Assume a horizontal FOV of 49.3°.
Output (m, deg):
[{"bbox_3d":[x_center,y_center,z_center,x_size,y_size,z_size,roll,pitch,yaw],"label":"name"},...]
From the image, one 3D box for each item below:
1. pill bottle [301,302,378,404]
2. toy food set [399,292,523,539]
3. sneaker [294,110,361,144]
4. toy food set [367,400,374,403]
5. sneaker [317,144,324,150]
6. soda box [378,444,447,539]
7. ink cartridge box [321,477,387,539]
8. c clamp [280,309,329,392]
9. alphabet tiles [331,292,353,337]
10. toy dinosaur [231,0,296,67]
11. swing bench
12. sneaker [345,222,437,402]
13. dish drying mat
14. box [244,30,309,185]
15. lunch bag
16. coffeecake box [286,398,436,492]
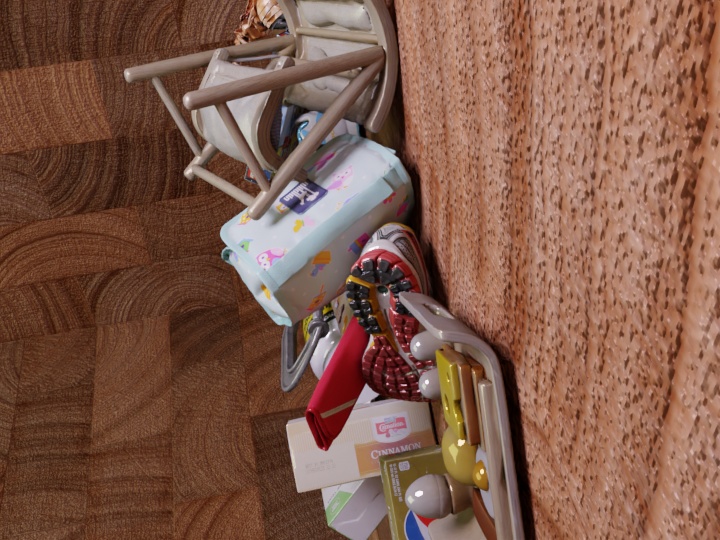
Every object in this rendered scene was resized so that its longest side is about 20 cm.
[{"bbox_3d":[-0.020,0.093,1.077,0.200,0.111,0.113,-114,15,-65],"label":"pill bottle"},{"bbox_3d":[0.061,0.124,0.566,0.144,0.060,0.202,-134,34,-80],"label":"toy food set"},{"bbox_3d":[-0.048,-0.195,1.055,0.200,0.080,0.077,-115,15,-72],"label":"sneaker"},{"bbox_3d":[0.001,0.166,1.310,0.200,0.060,0.145,73,-176,-74],"label":"toy food set"},{"bbox_3d":[-0.025,-0.097,0.955,0.200,0.078,0.090,83,-171,-80],"label":"sneaker"},{"bbox_3d":[0.069,0.274,0.749,0.064,0.067,0.202,123,138,-80],"label":"soda box"},{"bbox_3d":[-0.004,0.306,1.204,0.117,0.067,0.200,-53,17,7],"label":"ink cartridge box"},{"bbox_3d":[-0.070,0.056,1.039,0.171,0.027,0.201,-55,21,29],"label":"c clamp"},{"bbox_3d":[0.000,0.000,0.949,0.200,0.007,0.168,-113,38,-65],"label":"alphabet tiles"},{"bbox_3d":[-0.077,-0.295,0.873,0.199,0.135,0.103,-26,49,41],"label":"toy dinosaur"},{"bbox_3d":[-0.085,-0.173,0.743,0.199,0.199,0.130,31,154,55],"label":"swing bench"},{"bbox_3d":[0.042,0.045,0.710,0.082,0.077,0.201,-68,-23,-45],"label":"sneaker"},{"bbox_3d":[0.004,0.069,0.744,0.201,0.018,0.077,-60,-30,-32],"label":"dish drying mat"},{"bbox_3d":[-0.094,-0.226,1.057,0.137,0.037,0.201,-57,-12,-60],"label":"box"},{"bbox_3d":[-0.040,-0.036,0.754,0.122,0.170,0.200,51,169,-1],"label":"lunch bag"},{"bbox_3d":[-0.005,0.194,0.903,0.200,0.152,0.074,114,145,-79],"label":"coffeecake box"}]
